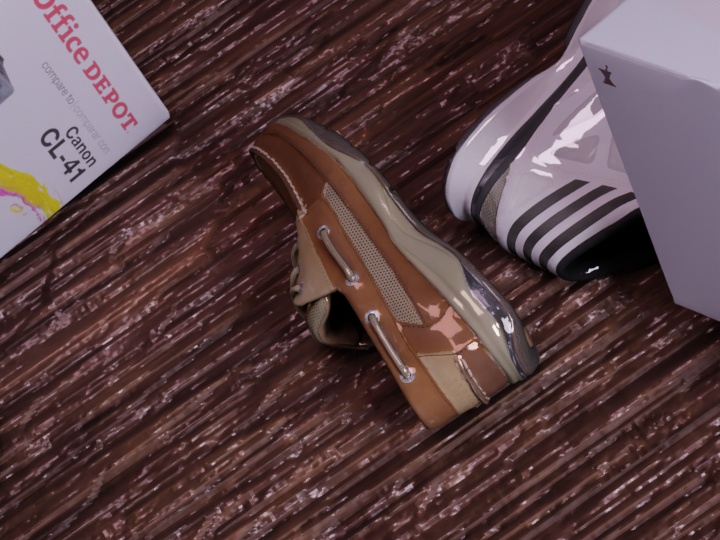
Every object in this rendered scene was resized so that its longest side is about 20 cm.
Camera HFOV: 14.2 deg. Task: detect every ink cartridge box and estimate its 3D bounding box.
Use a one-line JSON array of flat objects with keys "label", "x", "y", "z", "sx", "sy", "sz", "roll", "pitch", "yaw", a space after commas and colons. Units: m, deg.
[{"label": "ink cartridge box", "x": -0.218, "y": -0.076, "z": 1.462, "sx": 0.200, "sy": 0.148, "sz": 0.086, "roll": -40, "pitch": 48, "yaw": -5}]

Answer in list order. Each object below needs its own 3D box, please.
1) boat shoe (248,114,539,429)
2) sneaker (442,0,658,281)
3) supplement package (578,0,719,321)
[{"label": "boat shoe", "x": 0.000, "y": 0.000, "z": 1.349, "sx": 0.074, "sy": 0.076, "sz": 0.200, "roll": -41, "pitch": 48, "yaw": -4}, {"label": "sneaker", "x": 0.143, "y": -0.074, "z": 1.349, "sx": 0.115, "sy": 0.076, "sz": 0.201, "roll": 39, "pitch": 85, "yaw": 32}, {"label": "supplement package", "x": 0.228, "y": -0.079, "z": 1.212, "sx": 0.200, "sy": 0.151, "sz": 0.152, "roll": -40, "pitch": 38, "yaw": -21}]
